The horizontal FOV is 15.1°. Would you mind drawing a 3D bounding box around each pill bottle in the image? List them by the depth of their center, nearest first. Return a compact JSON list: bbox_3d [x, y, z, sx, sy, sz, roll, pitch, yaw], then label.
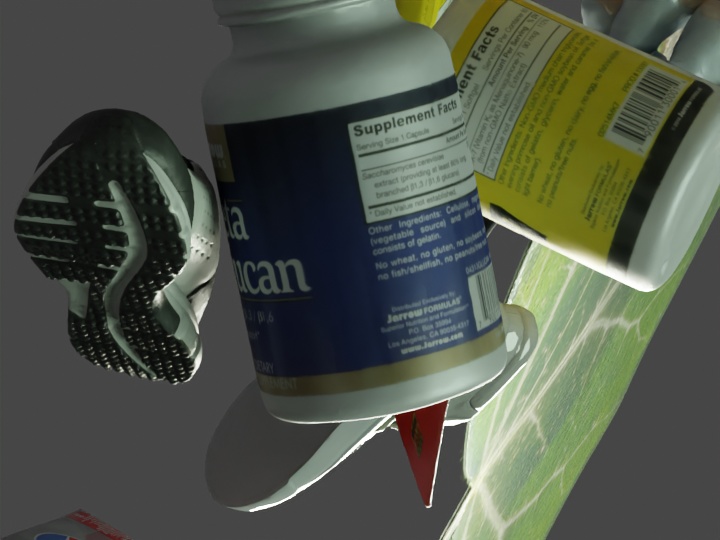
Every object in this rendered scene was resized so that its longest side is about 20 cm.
[{"bbox_3d":[-0.008,-0.043,1.168,0.111,0.111,0.201,-30,110,-66],"label":"pill bottle"},{"bbox_3d":[0.087,-0.079,1.406,0.114,0.199,0.114,-57,165,-25],"label":"pill bottle"}]

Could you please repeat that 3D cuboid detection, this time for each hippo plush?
[{"bbox_3d":[0.161,-0.124,1.820,0.200,0.160,0.160,-19,-179,44],"label":"hippo plush"}]

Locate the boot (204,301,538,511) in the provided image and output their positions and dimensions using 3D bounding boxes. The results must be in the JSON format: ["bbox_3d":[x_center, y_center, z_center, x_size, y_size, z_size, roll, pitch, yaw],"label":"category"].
[{"bbox_3d":[0.009,0.077,1.486,0.095,0.074,0.200,18,136,-42],"label":"boot"}]

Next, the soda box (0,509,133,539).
[{"bbox_3d":[-0.154,0.167,1.252,0.070,0.063,0.200,-66,166,10],"label":"soda box"}]

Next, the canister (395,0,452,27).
[{"bbox_3d":[0.052,-0.221,1.262,0.200,0.086,0.149,-54,163,-30],"label":"canister"}]

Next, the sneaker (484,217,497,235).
[{"bbox_3d":[0.049,-0.038,1.678,0.083,0.071,0.201,-104,-144,-73],"label":"sneaker"}]

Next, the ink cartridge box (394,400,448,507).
[{"bbox_3d":[0.000,0.000,1.336,0.200,0.043,0.174,96,-20,-55],"label":"ink cartridge box"}]

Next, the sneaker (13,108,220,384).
[{"bbox_3d":[-0.097,-0.025,1.136,0.200,0.073,0.080,93,11,-67],"label":"sneaker"}]
